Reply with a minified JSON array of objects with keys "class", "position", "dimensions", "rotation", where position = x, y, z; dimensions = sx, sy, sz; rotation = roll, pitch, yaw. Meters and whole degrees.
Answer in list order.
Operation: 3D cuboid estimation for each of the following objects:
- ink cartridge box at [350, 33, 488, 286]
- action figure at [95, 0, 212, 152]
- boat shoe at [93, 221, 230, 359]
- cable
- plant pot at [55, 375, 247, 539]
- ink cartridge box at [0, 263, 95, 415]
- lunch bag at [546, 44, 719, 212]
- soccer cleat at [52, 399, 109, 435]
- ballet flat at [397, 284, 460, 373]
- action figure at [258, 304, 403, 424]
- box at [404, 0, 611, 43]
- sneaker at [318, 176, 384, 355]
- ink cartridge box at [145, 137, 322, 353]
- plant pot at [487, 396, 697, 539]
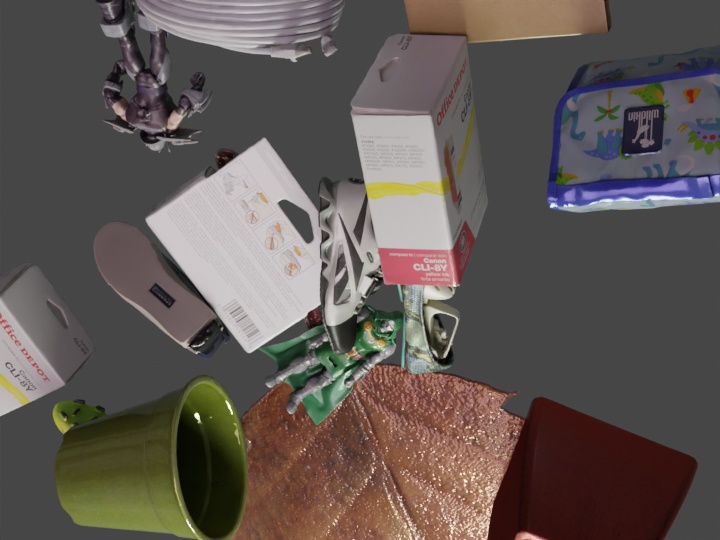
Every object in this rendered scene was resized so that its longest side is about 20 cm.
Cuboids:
[{"class":"ink cartridge box","position":[0.062,-0.108,1.300],"dimensions":[0.082,0.146,0.202],"rotation":[3,130,20]},{"class":"action figure","position":[-0.223,-0.211,1.419],"dimensions":[0.128,0.070,0.202],"rotation":[6,128,10]},{"class":"boat shoe","position":[-0.235,0.029,1.577],"dimensions":[0.200,0.075,0.093],"rotation":[46,174,21]},{"class":"cable","position":[-0.111,-0.268,1.247],"dimensions":[0.196,0.201,0.070],"rotation":[5,120,-2]},{"class":"plant pot","position":[-0.263,0.242,1.625],"dimensions":[0.187,0.201,0.202],"rotation":[-10,118,19]},{"class":"ink cartridge box","position":[-0.460,0.097,1.699],"dimensions":[0.198,0.084,0.146],"rotation":[-24,110,32]},{"class":"lunch bag","position":[0.265,-0.116,1.188],"dimensions":[0.168,0.201,0.129],"rotation":[-5,121,26]},{"class":"soccer cleat","position":[-0.326,0.245,1.760],"dimensions":[0.198,0.065,0.084],"rotation":[31,125,0]},{"class":"ballet flat","position":[0.076,0.030,1.452],"dimensions":[0.073,0.075,0.202],"rotation":[9,134,17]},{"class":"action figure","position":[-0.024,0.097,1.547],"dimensions":[0.199,0.055,0.118],"rotation":[-35,101,32]},{"class":"box","position":[0.127,-0.293,1.241],"dimensions":[0.197,0.021,0.166],"rotation":[0,121,23]},{"class":"sneaker","position":[0.000,0.000,1.447],"dimensions":[0.087,0.074,0.203],"rotation":[2,112,5]},{"class":"ink cartridge box","position":[-0.117,-0.032,1.506],"dimensions":[0.172,0.044,0.201],"rotation":[-32,106,15]},{"class":"plant pot","position":[0.242,0.300,1.488],"dimensions":[0.197,0.177,0.202],"rotation":[21,128,8]}]
